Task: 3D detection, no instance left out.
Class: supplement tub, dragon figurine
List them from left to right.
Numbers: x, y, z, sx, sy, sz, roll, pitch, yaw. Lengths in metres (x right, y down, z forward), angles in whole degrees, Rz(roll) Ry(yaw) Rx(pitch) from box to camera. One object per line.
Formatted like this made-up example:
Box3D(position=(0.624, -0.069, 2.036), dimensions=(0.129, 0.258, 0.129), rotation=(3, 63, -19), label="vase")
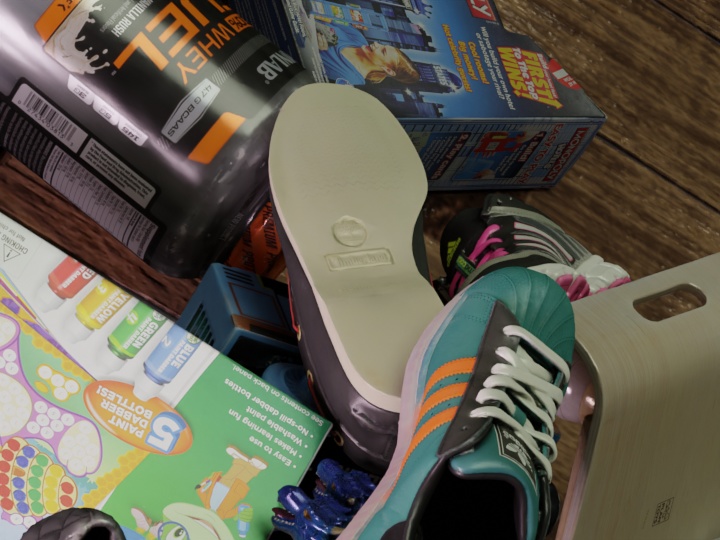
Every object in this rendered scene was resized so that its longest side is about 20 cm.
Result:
Box3D(position=(-0.103, -0.081, 1.392), dimensions=(0.200, 0.123, 0.123), rotation=(38, 38, 3), label="supplement tub")
Box3D(position=(0.018, 0.173, 1.186), dimensions=(0.059, 0.099, 0.200), rotation=(-17, 61, -38), label="dragon figurine")

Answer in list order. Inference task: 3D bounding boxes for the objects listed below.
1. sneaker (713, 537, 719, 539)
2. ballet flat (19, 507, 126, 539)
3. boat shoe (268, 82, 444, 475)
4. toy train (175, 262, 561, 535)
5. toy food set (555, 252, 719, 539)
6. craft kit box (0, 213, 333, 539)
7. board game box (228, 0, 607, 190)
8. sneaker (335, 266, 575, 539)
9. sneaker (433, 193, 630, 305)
Box3D(position=(0.168, 0.193, 1.268), dimensions=(0.075, 0.081, 0.200), rotation=(25, 55, -15), label="sneaker")
Box3D(position=(-0.133, 0.184, 1.098), dimensions=(0.066, 0.057, 0.200), rotation=(15, 70, -11), label="ballet flat")
Box3D(position=(-0.003, 0.000, 1.284), dimensions=(0.074, 0.063, 0.202), rotation=(-2, 49, -16), label="boat shoe")
Box3D(position=(0.001, 0.072, 1.340), dimensions=(0.200, 0.087, 0.114), rotation=(18, 29, -27), label="toy train")
Box3D(position=(0.116, 0.097, 1.319), dimensions=(0.060, 0.200, 0.143), rotation=(29, 30, 33), label="toy food set")
Box3D(position=(-0.141, 0.093, 1.190), dimensions=(0.200, 0.049, 0.198), rotation=(32, 63, -5), label="craft kit box")
Box3D(position=(0.026, -0.118, 1.579), dimensions=(0.200, 0.062, 0.200), rotation=(11, 44, -31), label="board game box")
Box3D(position=(0.052, 0.076, 1.157), dimensions=(0.071, 0.080, 0.200), rotation=(39, 56, -20), label="sneaker")
Box3D(position=(0.070, 0.007, 1.451), dimensions=(0.087, 0.074, 0.200), rotation=(34, 14, 14), label="sneaker")
